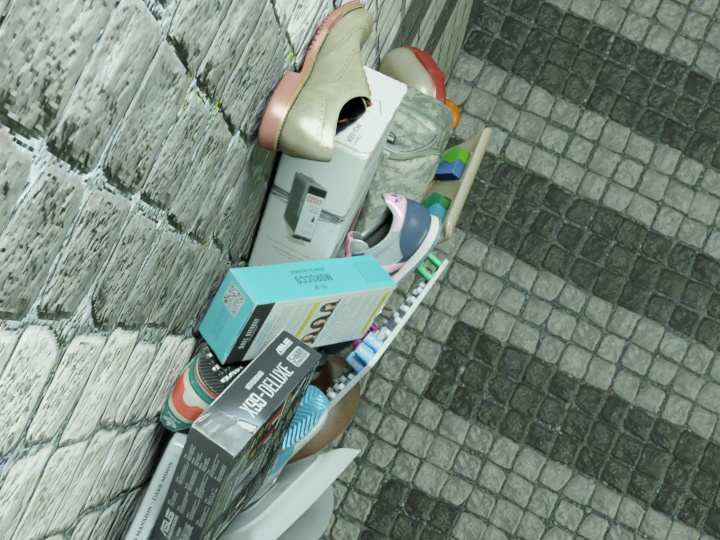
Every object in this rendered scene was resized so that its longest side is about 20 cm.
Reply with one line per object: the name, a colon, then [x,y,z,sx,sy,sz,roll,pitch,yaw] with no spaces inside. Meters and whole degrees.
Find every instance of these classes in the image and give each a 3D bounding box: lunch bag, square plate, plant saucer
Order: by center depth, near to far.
square plate: [-0.118,0.274,1.179,0.197,0.029,0.200,-30,-174,41]
plant saucer: [-0.099,0.161,1.313,0.201,0.198,0.037,-62,144,-42]
lunch bag: [0.020,-0.124,1.329,0.168,0.138,0.201,-56,172,-52]

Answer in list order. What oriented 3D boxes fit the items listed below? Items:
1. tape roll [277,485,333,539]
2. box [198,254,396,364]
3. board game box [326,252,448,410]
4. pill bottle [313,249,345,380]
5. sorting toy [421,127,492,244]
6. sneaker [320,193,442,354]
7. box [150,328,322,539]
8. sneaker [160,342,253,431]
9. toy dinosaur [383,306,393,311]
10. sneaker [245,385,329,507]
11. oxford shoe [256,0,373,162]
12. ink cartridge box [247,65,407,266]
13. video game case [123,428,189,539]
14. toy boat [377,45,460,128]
tape roll: [-0.138,0.300,1.339,0.201,0.199,0.066,-61,176,-48]
box: [-0.059,0.036,1.027,0.199,0.049,0.083,-6,137,-47]
board game box: [0.007,0.087,1.206,0.200,0.026,0.200,-51,180,-44]
pill bottle: [-0.082,0.062,1.232,0.114,0.113,0.202,-37,152,-83]
sorting toy: [0.095,-0.104,1.456,0.200,0.036,0.186,-25,-144,56]
sneaker: [0.000,0.000,1.144,0.201,0.082,0.070,-52,-154,9]
box: [-0.119,0.174,0.965,0.158,0.050,0.201,-47,165,-49]
sneaker: [-0.143,0.106,1.054,0.093,0.070,0.200,-41,180,20]
toy dinosaur: [-0.071,0.052,1.341,0.199,0.107,0.060,-30,-164,-3]
sneaker: [-0.114,0.200,1.140,0.200,0.077,0.081,-39,151,6]
oxford shoe: [-0.021,-0.161,0.899,0.071,0.074,0.201,110,6,-53]
ink cartridge box: [-0.035,-0.098,1.070,0.147,0.082,0.201,-62,176,-48]
video game case: [-0.213,0.242,1.041,0.200,0.023,0.183,180,-66,-84]
toy boat: [0.083,-0.215,1.456,0.131,0.130,0.201,61,-37,35]
